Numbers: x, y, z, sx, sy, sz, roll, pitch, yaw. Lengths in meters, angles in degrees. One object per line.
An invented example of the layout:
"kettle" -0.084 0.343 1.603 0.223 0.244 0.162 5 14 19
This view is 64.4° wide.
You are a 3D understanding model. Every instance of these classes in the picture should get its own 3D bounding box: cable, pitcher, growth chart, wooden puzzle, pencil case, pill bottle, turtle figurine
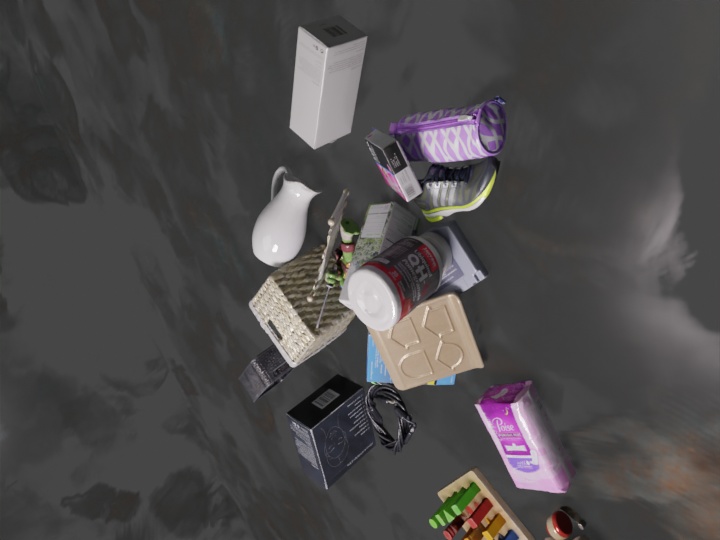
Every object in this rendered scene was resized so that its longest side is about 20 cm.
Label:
"cable" 0.065 0.384 1.469 0.163 0.050 0.203 44 143 22
"pitcher" -0.185 -0.129 1.335 0.171 0.119 0.205 43 112 47
"growth chart" -0.063 -0.054 1.169 0.017 0.146 0.205 18 120 1
"wooden puzzle" 0.127 0.136 1.126 0.194 0.047 0.189 -16 119 17
"pencil case" 0.139 -0.218 0.912 0.197 0.083 0.088 5 88 51
"pill bottle" 0.076 0.009 0.993 0.108 0.198 0.114 23 129 32
"turtle figurine" 0.000 0.000 1.203 0.138 0.203 0.199 12 129 2

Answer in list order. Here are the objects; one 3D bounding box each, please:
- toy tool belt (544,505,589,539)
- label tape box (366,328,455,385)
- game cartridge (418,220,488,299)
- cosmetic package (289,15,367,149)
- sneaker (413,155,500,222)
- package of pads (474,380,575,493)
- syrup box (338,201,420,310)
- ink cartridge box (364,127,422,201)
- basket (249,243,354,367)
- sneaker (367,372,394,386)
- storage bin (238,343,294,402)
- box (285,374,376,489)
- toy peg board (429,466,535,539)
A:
"toy tool belt" 0.410 0.579 1.115 0.202 0.123 0.124 51 136 13
"label tape box" 0.110 0.170 1.217 0.192 0.067 0.147 1 129 -1
"game cartridge" 0.148 -0.008 1.099 0.135 0.040 0.199 54 145 3
"cosmetic package" -0.063 -0.346 1.061 0.084 0.106 0.204 40 140 23
"sneaker" 0.149 -0.141 0.945 0.080 0.076 0.198 34 150 -21
"package of pads" 0.314 0.318 1.088 0.119 0.075 0.205 -22 97 52
"syrup box" 0.037 -0.020 1.087 0.080 0.207 0.077 26 165 -36
"ink cartridge box" 0.050 -0.189 0.991 0.096 0.036 0.201 60 -177 -22
"basket" -0.128 0.080 1.369 0.200 0.198 0.161 52 142 9
"sneaker" 0.065 0.190 1.328 0.081 0.077 0.205 18 133 20
"storage bin" -0.289 0.314 1.790 0.095 0.134 0.200 52 144 7
"box" -0.075 0.432 1.551 0.122 0.197 0.203 14 125 46
"toy peg board" 0.264 0.597 1.331 0.200 0.097 0.202 49 144 15
